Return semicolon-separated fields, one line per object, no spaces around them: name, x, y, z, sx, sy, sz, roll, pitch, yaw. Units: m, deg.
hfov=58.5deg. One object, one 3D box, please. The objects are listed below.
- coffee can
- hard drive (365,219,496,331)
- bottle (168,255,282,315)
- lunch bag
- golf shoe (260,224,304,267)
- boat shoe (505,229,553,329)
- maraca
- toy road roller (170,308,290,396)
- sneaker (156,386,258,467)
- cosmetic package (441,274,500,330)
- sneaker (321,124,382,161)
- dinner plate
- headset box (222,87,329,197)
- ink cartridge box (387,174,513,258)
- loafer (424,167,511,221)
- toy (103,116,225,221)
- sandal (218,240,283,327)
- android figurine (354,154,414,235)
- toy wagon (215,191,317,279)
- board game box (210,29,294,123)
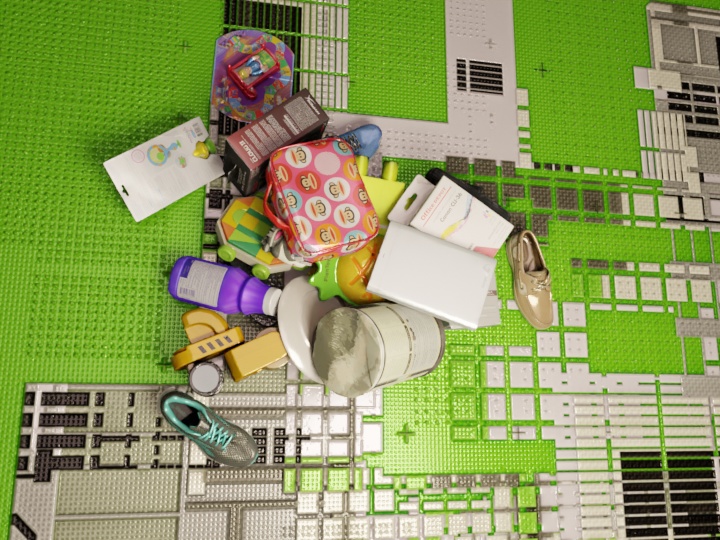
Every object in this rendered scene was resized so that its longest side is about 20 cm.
coffee can;0.035;0.127;1.106;0.200;0.146;0.147;-3;76;-53
hard drive;0.123;0.008;1.114;0.199;0.026;0.132;20;76;-1
bottle;-0.234;0.032;1.121;0.199;0.065;0.084;13;84;17
lunch bag;-0.077;-0.116;1.084;0.175;0.082;0.201;-15;79;-22
golf shoe;-0.097;-0.096;1.162;0.088;0.077;0.200;34;68;-8
boat shoe;0.343;0.019;1.283;0.071;0.065;0.201;-15;82;-14
maraca;0.000;0.000;1.164;0.199;0.107;0.138;3;93;-27
toy road roller;-0.228;0.125;1.110;0.199;0.123;0.147;-21;84;-15
sneaker;-0.262;0.271;1.090;0.200;0.091;0.078;33;75;-4
cosmetic package;0.199;0.012;1.244;0.106;0.090;0.201;-5;82;-9
sneaker;-0.038;-0.225;1.240;0.200;0.089;0.079;-34;88;-16
dinner plate;-0.066;0.101;1.139;0.200;0.024;0.201;32;46;-41
headset box;-0.166;-0.225;1.179;0.200;0.149;0.075;-38;88;-20
ink cartridge box;0.162;-0.088;1.182;0.200;0.068;0.117;35;78;1
loafer;0.216;-0.143;1.292;0.200;0.068;0.071;37;66;-8
toy;-0.356;-0.187;1.180;0.200;0.047;0.116;-35;112;-26
sandal;-0.195;0.015;1.186;0.075;0.048;0.201;-24;72;-14
android figurine;0.015;-0.115;1.232;0.181;0.041;0.201;6;95;-18
toy wagon;-0.161;-0.057;1.179;0.199;0.040;0.156;29;54;-5
board game box;-0.209;-0.390;1.262;0.157;0.039;0.201;5;78;-11
